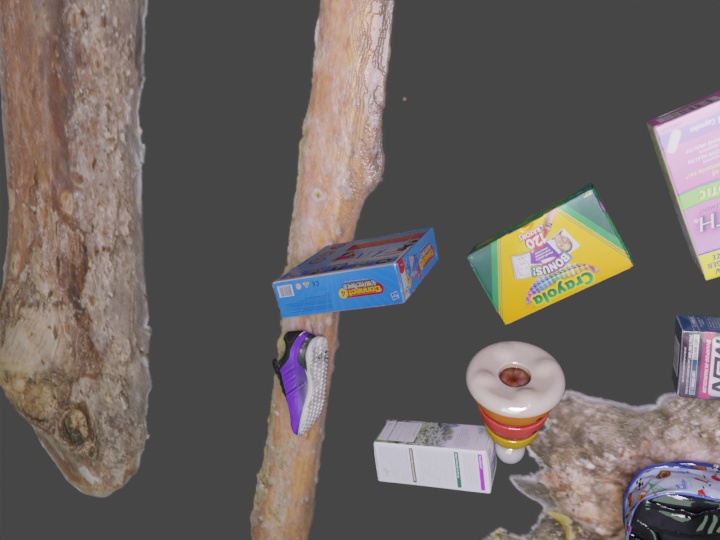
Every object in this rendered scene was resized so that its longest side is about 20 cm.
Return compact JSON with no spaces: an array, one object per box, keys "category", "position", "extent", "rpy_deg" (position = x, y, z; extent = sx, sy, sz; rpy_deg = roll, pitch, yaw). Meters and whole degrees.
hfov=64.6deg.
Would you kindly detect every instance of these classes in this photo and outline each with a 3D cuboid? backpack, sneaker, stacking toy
[{"category":"backpack","position":[0.473,0.361,0.805],"extent":[0.186,0.154,0.205],"rpy_deg":[7,104,11]},{"category":"sneaker","position":[-0.118,0.201,1.052],"extent":[0.098,0.069,0.205],"rpy_deg":[16,108,24]},{"category":"stacking toy","position":[0.240,0.226,0.893],"extent":[0.143,0.147,0.203],"rpy_deg":[6,128,20]}]

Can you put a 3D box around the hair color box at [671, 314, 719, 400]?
[{"category":"hair color box","position":[0.529,0.119,0.754],"extent":[0.196,0.060,0.102],"rpy_deg":[1,107,22]}]

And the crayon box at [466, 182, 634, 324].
[{"category":"crayon box","position":[0.269,-0.021,0.818],"extent":[0.198,0.058,0.120],"rpy_deg":[-30,93,27]}]

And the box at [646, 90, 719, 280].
[{"category":"box","position":[0.468,-0.119,0.682],"extent":[0.173,0.097,0.203],"rpy_deg":[-20,99,26]}]

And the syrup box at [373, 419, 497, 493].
[{"category":"syrup box","position":[0.129,0.314,0.973],"extent":[0.196,0.079,0.083],"rpy_deg":[-2,106,23]}]

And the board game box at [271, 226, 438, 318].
[{"category":"board game box","position":[0.000,0.000,0.861],"extent":[0.196,0.196,0.057],"rpy_deg":[-9,104,25]}]
